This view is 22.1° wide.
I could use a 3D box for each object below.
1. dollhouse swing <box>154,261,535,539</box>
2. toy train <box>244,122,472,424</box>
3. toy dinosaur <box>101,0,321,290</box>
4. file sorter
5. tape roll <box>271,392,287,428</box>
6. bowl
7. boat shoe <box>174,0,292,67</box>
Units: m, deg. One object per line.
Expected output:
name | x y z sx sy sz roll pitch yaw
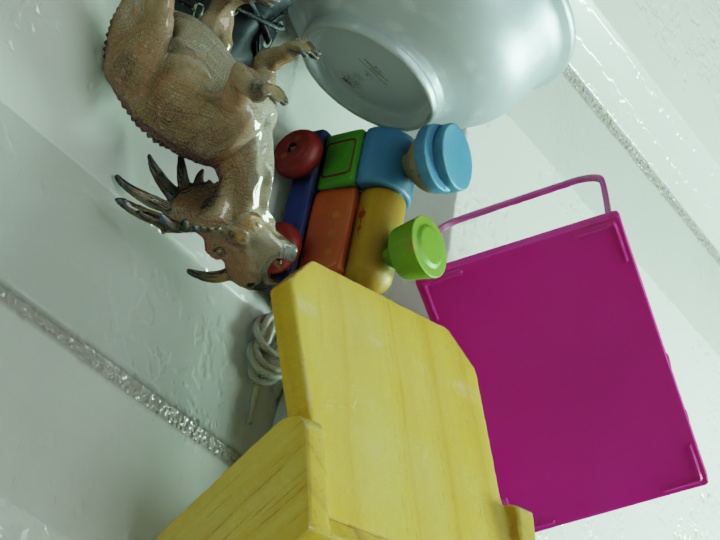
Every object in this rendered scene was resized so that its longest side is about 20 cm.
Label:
dollhouse swing | -0.021 0.131 1.034 0.200 0.182 0.176 26 28 -44
toy train | 0.000 0.000 1.108 0.085 0.115 0.200 44 46 -42
toy dinosaur | -0.098 -0.093 1.012 0.086 0.136 0.200 -3 54 -57
file sorter | 0.139 0.053 1.271 0.125 0.139 0.200 -76 146 -69
tape roll | 0.013 0.141 1.162 0.203 0.037 0.203 22 63 -52
bowl | 0.025 -0.151 1.145 0.090 0.201 0.201 -56 130 -24
boat shoe | -0.071 -0.166 1.092 0.074 0.066 0.200 43 47 -43
